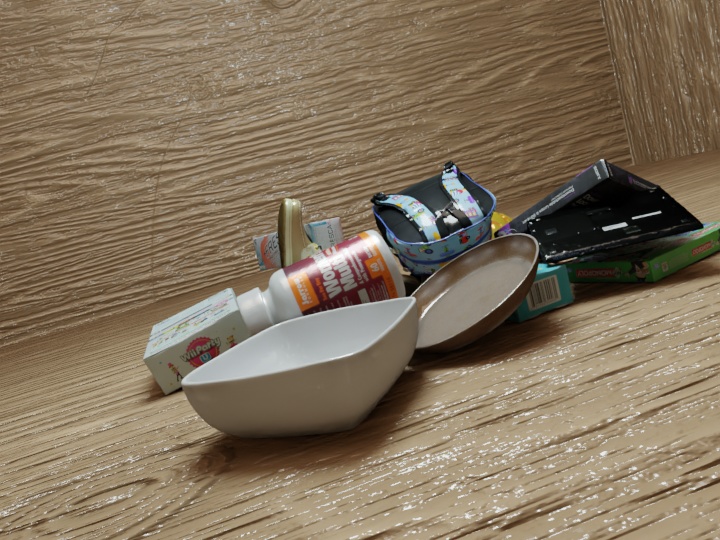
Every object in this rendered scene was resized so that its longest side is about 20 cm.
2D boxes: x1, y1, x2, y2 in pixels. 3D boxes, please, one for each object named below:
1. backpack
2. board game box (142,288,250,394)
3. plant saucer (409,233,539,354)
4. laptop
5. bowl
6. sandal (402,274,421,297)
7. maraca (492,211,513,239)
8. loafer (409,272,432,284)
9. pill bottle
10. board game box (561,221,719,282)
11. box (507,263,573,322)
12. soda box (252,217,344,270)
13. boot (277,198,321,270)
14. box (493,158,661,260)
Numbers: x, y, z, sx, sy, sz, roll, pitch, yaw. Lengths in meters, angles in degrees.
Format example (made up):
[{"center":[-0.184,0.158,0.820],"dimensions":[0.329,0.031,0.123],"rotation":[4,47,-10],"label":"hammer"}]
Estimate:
[{"center":[0.129,-0.067,0.848],"dimensions":[0.182,0.135,0.200],"rotation":[-24,29,-3],"label":"backpack"},{"center":[-0.250,0.100,0.832],"dimensions":[0.147,0.065,0.200],"rotation":[-29,14,-11],"label":"board game box"},{"center":[0.122,0.031,0.612],"dimensions":[0.200,0.032,0.200],"rotation":[-37,12,9],"label":"plant saucer"},{"center":[0.325,-0.037,0.715],"dimensions":[0.176,0.104,0.200],"rotation":[-14,26,14],"label":"laptop"},{"center":[-0.045,0.097,0.516],"dimensions":[0.199,0.075,0.200],"rotation":[-12,7,24],"label":"bowl"},{"center":[-0.002,0.004,0.875],"dimensions":[0.210,0.078,0.070],"rotation":[11,37,-18],"label":"sandal"},{"center":[0.257,-0.064,1.029],"dimensions":[0.199,0.108,0.137],"rotation":[-20,15,-34],"label":"maraca"},{"center":[0.117,-0.001,0.975],"dimensions":[0.071,0.074,0.200],"rotation":[-15,6,-5],"label":"loafer"},{"center":[-0.050,0.034,0.689],"dimensions":[0.199,0.110,0.110],"rotation":[-24,8,-8],"label":"pill bottle"},{"center":[0.397,-0.026,0.725],"dimensions":[0.199,0.029,0.134],"rotation":[-18,8,-26],"label":"board game box"},{"center":[0.183,0.023,0.712],"dimensions":[0.082,0.049,0.200],"rotation":[-17,7,-17],"label":"box"},{"center":[-0.111,-0.044,0.930],"dimensions":[0.068,0.064,0.199],"rotation":[-16,5,-38],"label":"soda box"},{"center":[-0.038,-0.013,0.774],"dimensions":[0.154,0.201,0.072],"rotation":[-9,15,-10],"label":"boot"},{"center":[0.320,-0.078,0.788],"dimensions":[0.142,0.036,0.200],"rotation":[11,-33,-31],"label":"box"}]
